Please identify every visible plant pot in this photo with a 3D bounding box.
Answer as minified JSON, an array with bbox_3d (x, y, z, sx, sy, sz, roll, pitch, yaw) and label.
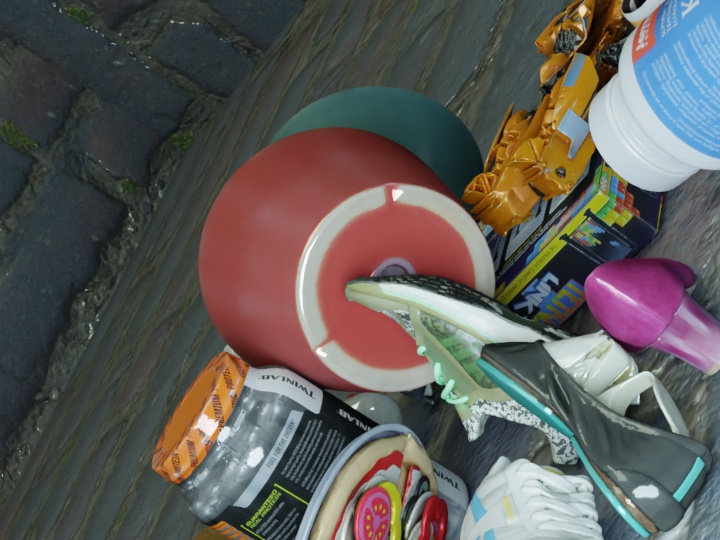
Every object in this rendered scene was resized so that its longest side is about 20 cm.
[{"bbox_3d":[0.015,-0.027,1.641,0.201,0.200,0.161,-51,25,26],"label":"plant pot"},{"bbox_3d":[0.000,0.000,1.384,0.201,0.200,0.177,-58,17,-3],"label":"plant pot"}]

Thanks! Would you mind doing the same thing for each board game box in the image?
[{"bbox_3d":[0.145,-0.029,1.438,0.200,0.057,0.165,-48,13,38],"label":"board game box"}]

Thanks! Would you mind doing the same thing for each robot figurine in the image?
[{"bbox_3d":[0.147,-0.125,1.398,0.145,0.058,0.200,-36,24,59],"label":"robot figurine"}]

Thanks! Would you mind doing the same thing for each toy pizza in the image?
[{"bbox_3d":[0.010,0.195,1.223,0.200,0.032,0.201,-32,-53,-56],"label":"toy pizza"}]

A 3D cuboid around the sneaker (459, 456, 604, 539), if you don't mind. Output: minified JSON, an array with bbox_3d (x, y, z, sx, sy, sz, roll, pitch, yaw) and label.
[{"bbox_3d":[0.100,0.149,1.093,0.200,0.076,0.081,-179,106,-76],"label":"sneaker"}]

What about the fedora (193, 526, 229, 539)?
[{"bbox_3d":[-0.104,0.284,1.535,0.201,0.082,0.201,-50,23,30],"label":"fedora"}]

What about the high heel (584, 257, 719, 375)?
[{"bbox_3d":[0.156,0.011,1.196,0.067,0.096,0.200,-55,12,9],"label":"high heel"}]

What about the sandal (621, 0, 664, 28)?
[{"bbox_3d":[0.197,-0.200,1.319,0.059,0.207,0.079,-28,17,16],"label":"sandal"}]

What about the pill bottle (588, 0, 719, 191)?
[{"bbox_3d":[0.231,-0.132,1.224,0.200,0.112,0.112,-43,18,47],"label":"pill bottle"}]

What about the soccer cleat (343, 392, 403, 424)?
[{"bbox_3d":[-0.022,0.179,1.561,0.200,0.069,0.078,-57,15,35],"label":"soccer cleat"}]

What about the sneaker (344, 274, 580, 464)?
[{"bbox_3d":[0.070,0.062,1.242,0.077,0.200,0.089,1,-69,-66],"label":"sneaker"}]

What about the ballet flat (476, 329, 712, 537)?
[{"bbox_3d":[0.138,0.080,1.118,0.068,0.068,0.200,-46,36,1],"label":"ballet flat"}]

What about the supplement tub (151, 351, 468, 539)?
[{"bbox_3d":[-0.036,0.148,1.358,0.123,0.200,0.123,-53,13,18],"label":"supplement tub"}]

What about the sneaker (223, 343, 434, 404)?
[{"bbox_3d":[0.001,0.066,1.552,0.199,0.130,0.080,-28,20,6],"label":"sneaker"}]
